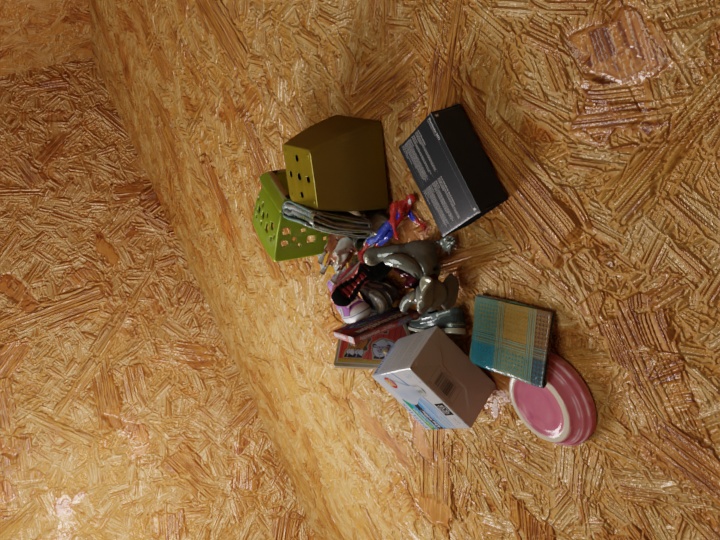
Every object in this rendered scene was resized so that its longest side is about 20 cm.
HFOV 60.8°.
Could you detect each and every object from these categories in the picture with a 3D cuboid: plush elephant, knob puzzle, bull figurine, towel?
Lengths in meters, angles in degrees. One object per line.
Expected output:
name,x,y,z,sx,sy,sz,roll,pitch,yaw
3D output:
plush elephant,0.128,0.022,1.309,0.198,0.164,0.157,-13,74,39
knob puzzle,0.031,0.158,1.572,0.219,0.219,0.031,42,160,38
bull figurine,-0.056,-0.045,1.515,0.122,0.065,0.200,-60,11,16
towel,0.292,0.134,1.201,0.199,0.021,0.149,12,98,57
towel,-0.082,-0.123,1.469,0.200,0.169,0.049,31,109,60

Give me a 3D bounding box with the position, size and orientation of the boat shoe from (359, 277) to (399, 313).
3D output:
boat shoe,0.048,0.060,1.583,0.075,0.073,0.200,66,168,-18

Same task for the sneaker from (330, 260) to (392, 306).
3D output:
sneaker,0.000,0.000,1.528,0.074,0.199,0.087,48,-171,-23

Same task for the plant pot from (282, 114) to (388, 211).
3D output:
plant pot,-0.068,-0.238,1.429,0.199,0.175,0.203,25,128,51

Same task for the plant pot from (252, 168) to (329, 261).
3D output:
plant pot,-0.171,-0.164,1.650,0.201,0.196,0.183,55,146,42

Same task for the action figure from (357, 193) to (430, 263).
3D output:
action figure,0.078,-0.078,1.381,0.099,0.065,0.201,53,126,30

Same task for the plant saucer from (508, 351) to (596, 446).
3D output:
plant saucer,0.361,0.253,1.193,0.200,0.050,0.203,41,143,39

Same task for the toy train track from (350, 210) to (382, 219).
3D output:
toy train track,-0.010,-0.144,1.568,0.199,0.032,0.116,15,124,56

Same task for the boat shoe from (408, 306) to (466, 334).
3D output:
boat shoe,0.177,0.115,1.416,0.199,0.072,0.063,-8,78,64

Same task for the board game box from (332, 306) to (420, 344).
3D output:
board game box,0.041,0.132,1.509,0.102,0.198,0.020,9,114,58

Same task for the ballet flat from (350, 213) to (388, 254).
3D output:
ballet flat,0.014,-0.073,1.524,0.072,0.071,0.200,60,153,12

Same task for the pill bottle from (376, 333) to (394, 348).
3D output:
pill bottle,0.055,0.195,1.629,0.200,0.110,0.112,43,145,38

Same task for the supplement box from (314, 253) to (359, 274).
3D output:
supplement box,-0.057,-0.029,1.706,0.199,0.066,0.070,15,122,56

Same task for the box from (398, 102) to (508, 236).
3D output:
box,0.171,-0.187,1.160,0.202,0.078,0.141,64,156,5

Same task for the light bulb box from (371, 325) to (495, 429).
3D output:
light bulb box,0.163,0.251,1.403,0.198,0.125,0.200,44,153,-7

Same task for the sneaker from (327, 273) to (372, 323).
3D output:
sneaker,-0.040,0.067,1.599,0.116,0.072,0.200,66,163,-15
